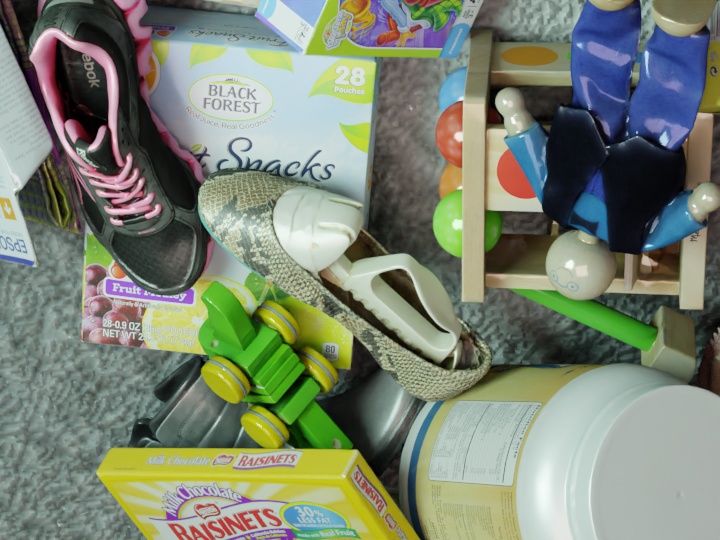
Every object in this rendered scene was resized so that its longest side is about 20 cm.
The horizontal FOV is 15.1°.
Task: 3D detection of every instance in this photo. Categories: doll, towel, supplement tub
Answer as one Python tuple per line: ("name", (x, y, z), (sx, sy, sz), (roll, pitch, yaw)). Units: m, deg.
("doll", (0.132, -0.069, 1.454), (0.136, 0.048, 0.201), (23, 130, 17))
("towel", (-0.232, -0.117, 1.575), (0.023, 0.143, 0.201), (-31, 118, -30))
("supplement tub", (0.127, 0.126, 1.573), (0.144, 0.200, 0.145), (1, 88, -30))

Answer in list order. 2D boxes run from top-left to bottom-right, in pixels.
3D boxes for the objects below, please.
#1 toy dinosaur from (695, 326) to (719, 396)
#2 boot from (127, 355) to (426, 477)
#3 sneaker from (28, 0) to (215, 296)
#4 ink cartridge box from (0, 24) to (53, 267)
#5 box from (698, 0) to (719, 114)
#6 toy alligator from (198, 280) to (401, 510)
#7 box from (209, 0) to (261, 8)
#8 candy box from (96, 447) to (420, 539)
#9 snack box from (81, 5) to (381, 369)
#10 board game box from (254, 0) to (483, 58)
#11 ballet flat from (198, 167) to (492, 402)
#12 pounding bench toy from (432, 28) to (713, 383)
("toy dinosaur", (0.232, 0.083, 1.646), (0.135, 0.086, 0.201), (4, 108, 10))
("boot", (-0.055, 0.094, 1.677), (0.132, 0.070, 0.200), (38, 111, -11))
("sneaker", (-0.141, -0.067, 1.530), (0.079, 0.095, 0.201), (-15, 112, 13))
("ink cartridge box", (-0.253, -0.106, 1.554), (0.041, 0.199, 0.201), (-32, 114, -29))
("box", (0.259, -0.118, 1.500), (0.199, 0.050, 0.076), (4, 87, -36))
("toy alligator", (-0.044, 0.080, 1.616), (0.059, 0.054, 0.200), (-49, 120, -20))
("box", (-0.065, -0.254, 1.521), (0.095, 0.078, 0.201), (7, 114, 0))
("candy box", (-0.058, 0.148, 1.630), (0.199, 0.026, 0.102), (-3, 131, 39))
("snack box", (-0.078, -0.050, 1.618), (0.168, 0.068, 0.201), (5, 113, 2))
("board game box", (0.037, -0.215, 1.503), (0.045, 0.134, 0.201), (41, 118, 32))
("ballet flat", (0.000, 0.000, 1.559), (0.200, 0.068, 0.075), (40, 147, -17))
("pounding bench toy", (0.121, -0.026, 1.580), (0.155, 0.124, 0.201), (1, 114, 4))
